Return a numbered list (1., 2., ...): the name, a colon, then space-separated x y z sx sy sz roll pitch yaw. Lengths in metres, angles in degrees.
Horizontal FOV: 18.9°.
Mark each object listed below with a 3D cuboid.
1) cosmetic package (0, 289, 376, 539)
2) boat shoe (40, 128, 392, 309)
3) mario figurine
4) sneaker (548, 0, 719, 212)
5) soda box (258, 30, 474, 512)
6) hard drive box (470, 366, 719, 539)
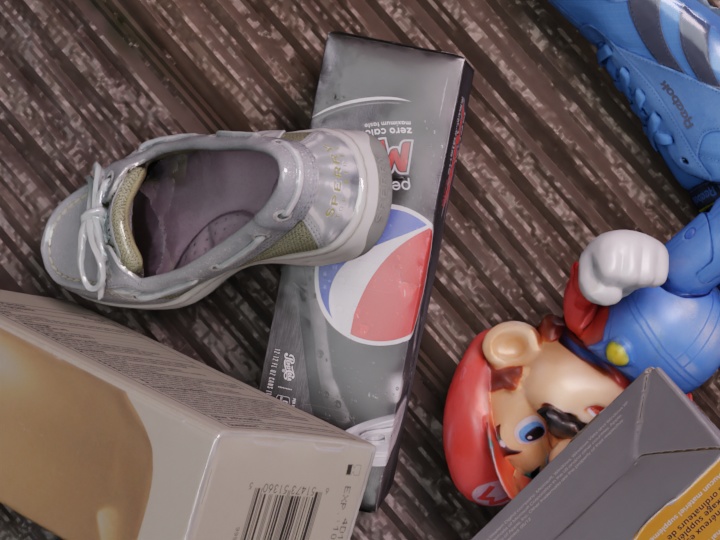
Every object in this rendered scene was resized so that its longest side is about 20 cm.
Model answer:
1. cosmetic package: -0.103 0.070 0.912 0.199 0.105 0.072 22 97 40
2. boat shoe: -0.076 -0.026 0.929 0.201 0.064 0.075 -6 80 44
3. mario figurine: 0.121 0.046 0.913 0.199 0.106 0.124 -36 87 22
4. sneaker: 0.141 -0.077 0.944 0.199 0.066 0.079 35 98 5
5. soda box: 0.000 0.000 0.958 0.063 0.071 0.202 11 93 6
6. hard drive box: 0.137 0.165 0.898 0.156 0.077 0.200 -45 118 6
